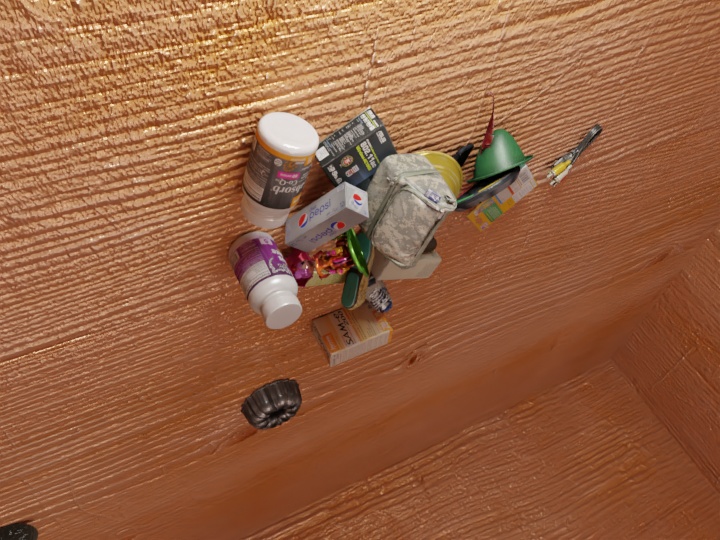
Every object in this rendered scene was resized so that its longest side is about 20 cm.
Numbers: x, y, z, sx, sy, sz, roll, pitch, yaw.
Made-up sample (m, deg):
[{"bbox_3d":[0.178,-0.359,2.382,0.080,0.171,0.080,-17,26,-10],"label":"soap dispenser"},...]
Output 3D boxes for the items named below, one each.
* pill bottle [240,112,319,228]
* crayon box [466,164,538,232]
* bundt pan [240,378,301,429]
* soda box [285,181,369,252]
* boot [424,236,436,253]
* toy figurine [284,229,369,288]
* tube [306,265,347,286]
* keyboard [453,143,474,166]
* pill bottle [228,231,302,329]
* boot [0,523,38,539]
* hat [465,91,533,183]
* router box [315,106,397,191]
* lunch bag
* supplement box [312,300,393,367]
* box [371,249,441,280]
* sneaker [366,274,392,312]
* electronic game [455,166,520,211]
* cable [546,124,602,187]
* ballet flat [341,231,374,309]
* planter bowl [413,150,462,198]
[{"bbox_3d":[-0.157,-0.182,1.160,0.115,0.117,0.201,-9,142,-33],"label":"pill bottle"},{"bbox_3d":[0.369,-0.205,1.661,0.200,0.052,0.126,-41,148,12],"label":"crayon box"},{"bbox_3d":[-0.271,0.433,1.959,0.200,0.076,0.203,-24,148,-16],"label":"bundt pan"},{"bbox_3d":[-0.074,-0.109,1.312,0.068,0.064,0.199,20,146,-40],"label":"soda box"},{"bbox_3d":[0.165,-0.081,1.591,0.199,0.096,0.076,16,82,-50],"label":"boot"},{"bbox_3d":[-0.090,-0.015,1.421,0.182,0.200,0.151,-22,105,5],"label":"toy figurine"},{"bbox_3d":[-0.078,0.007,1.569,0.198,0.059,0.052,-5,-177,-33],"label":"tube"},{"bbox_3d":[0.198,-0.226,1.512,0.104,0.040,0.201,-33,158,-48],"label":"keyboard"},{"bbox_3d":[-0.200,0.022,1.325,0.111,0.201,0.113,-22,148,-15],"label":"pill bottle"},{"bbox_3d":[-1.051,0.827,1.817,0.180,0.073,0.201,6,127,-27],"label":"boot"},{"bbox_3d":[0.311,-0.323,1.476,0.165,0.178,0.199,-28,-171,-36],"label":"hat"},{"bbox_3d":[0.003,-0.223,1.297,0.149,0.062,0.200,-35,149,2],"label":"router box"},{"bbox_3d":[0.100,-0.123,1.294,0.138,0.168,0.201,-12,144,-42],"label":"lunch bag"},{"bbox_3d":[-0.024,0.173,1.767,0.198,0.127,0.074,-20,148,-20],"label":"supplement box"},{"bbox_3d":[0.118,-0.025,1.673,0.199,0.069,0.082,0,136,-41],"label":"box"},{"bbox_3d":[0.050,0.067,1.695,0.077,0.086,0.200,-36,160,6],"label":"sneaker"},{"bbox_3d":[0.302,-0.203,1.525,0.199,0.042,0.200,-31,-172,5],"label":"electronic game"},{"bbox_3d":[0.599,-0.310,1.720,0.200,0.051,0.097,-41,152,15],"label":"cable"},{"bbox_3d":[0.000,0.000,1.555,0.070,0.070,0.202,7,99,-47],"label":"ballet flat"},{"bbox_3d":[0.151,-0.168,1.430,0.198,0.084,0.202,-7,137,-7],"label":"planter bowl"}]
